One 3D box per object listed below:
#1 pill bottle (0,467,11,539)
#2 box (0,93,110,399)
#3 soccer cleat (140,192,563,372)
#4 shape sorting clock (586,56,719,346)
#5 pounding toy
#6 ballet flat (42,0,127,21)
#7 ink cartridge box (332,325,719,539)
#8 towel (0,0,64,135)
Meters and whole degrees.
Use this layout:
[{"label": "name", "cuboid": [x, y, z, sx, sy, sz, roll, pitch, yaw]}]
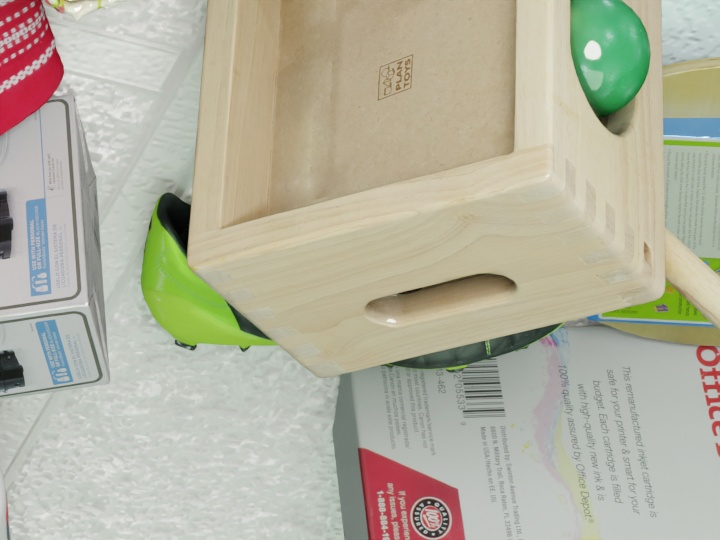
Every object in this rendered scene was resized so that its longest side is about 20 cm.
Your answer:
[{"label": "pill bottle", "cuboid": [-0.229, 0.167, 1.389, 0.119, 0.120, 0.201, -3, 140, -6]}, {"label": "box", "cuboid": [-0.211, 0.000, 1.191, 0.199, 0.117, 0.060, -7, 145, 1]}, {"label": "soccer cleat", "cuboid": [0.000, 0.000, 1.264, 0.199, 0.068, 0.081, 1, 138, -1]}, {"label": "shape sorting clock", "cuboid": [0.168, -0.030, 1.278, 0.199, 0.039, 0.201, 5, 142, 4]}, {"label": "pounding toy", "cuboid": [0.056, -0.045, 1.097, 0.199, 0.185, 0.142, -14, 147, 27]}, {"label": "ballet flat", "cuboid": [-0.045, -0.151, 1.064, 0.199, 0.064, 0.076, -30, 122, 17]}, {"label": "ink cartridge box", "cuboid": [0.094, 0.107, 1.348, 0.199, 0.146, 0.083, -1, 142, -8]}, {"label": "towel", "cuboid": [-0.189, -0.092, 1.090, 0.144, 0.022, 0.200, -37, 152, -15]}]
